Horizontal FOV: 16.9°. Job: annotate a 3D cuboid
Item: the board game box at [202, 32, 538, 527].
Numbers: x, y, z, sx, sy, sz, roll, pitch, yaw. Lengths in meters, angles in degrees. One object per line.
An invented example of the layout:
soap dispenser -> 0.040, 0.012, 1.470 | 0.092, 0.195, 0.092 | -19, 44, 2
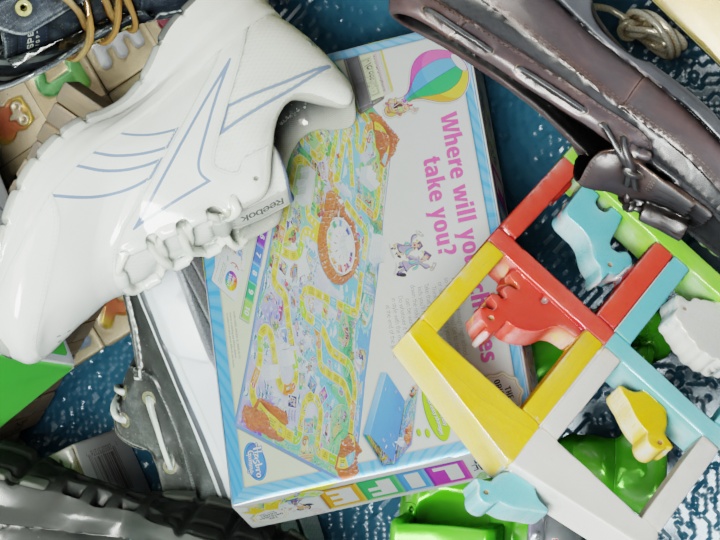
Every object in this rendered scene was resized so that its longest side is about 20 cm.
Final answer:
board game box -> 0.000, 0.000, 1.053 | 0.133, 0.034, 0.201 | -12, 65, 10

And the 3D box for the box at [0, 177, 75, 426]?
box -> -0.253, 0.018, 1.093 | 0.200, 0.096, 0.177 | -38, 62, 25

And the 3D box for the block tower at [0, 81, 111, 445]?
block tower -> -0.153, 0.012, 1.126 | 0.054, 0.058, 0.201 | 33, 104, 10

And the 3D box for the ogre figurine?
ogre figurine -> 0.074, 0.113, 1.060 | 0.119, 0.098, 0.202 | 3, 107, 3

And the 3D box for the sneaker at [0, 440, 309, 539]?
sneaker -> -0.103, 0.132, 1.050 | 0.199, 0.075, 0.080 | 15, 99, 5

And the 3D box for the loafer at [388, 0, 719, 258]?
loafer -> 0.094, -0.063, 1.005 | 0.063, 0.072, 0.200 | -44, 90, -14

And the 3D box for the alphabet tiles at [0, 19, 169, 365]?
alphabet tiles -> -0.136, -0.052, 1.147 | 0.199, 0.006, 0.167 | -32, 85, 15

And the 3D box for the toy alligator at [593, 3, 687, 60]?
toy alligator -> 0.046, -0.132, 1.058 | 0.199, 0.059, 0.054 | 34, 72, 10

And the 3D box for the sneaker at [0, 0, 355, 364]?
sneaker -> -0.081, -0.036, 1.023 | 0.087, 0.075, 0.200 | 34, 72, 17

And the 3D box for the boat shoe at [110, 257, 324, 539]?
boat shoe -> -0.081, 0.063, 1.097 | 0.070, 0.072, 0.201 | -15, 101, 17

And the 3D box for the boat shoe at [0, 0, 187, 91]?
boat shoe -> -0.122, -0.122, 1.072 | 0.199, 0.091, 0.071 | -2, 136, 8

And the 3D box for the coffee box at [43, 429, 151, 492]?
coffee box -> -0.127, 0.190, 1.124 | 0.112, 0.080, 0.201 | -25, 87, 12

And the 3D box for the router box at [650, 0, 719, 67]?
router box -> 0.197, -0.183, 1.027 | 0.157, 0.052, 0.200 | 44, 103, 8

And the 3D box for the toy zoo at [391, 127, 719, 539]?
toy zoo -> 0.101, 0.030, 1.006 | 0.131, 0.200, 0.020 | 42, 146, 2
